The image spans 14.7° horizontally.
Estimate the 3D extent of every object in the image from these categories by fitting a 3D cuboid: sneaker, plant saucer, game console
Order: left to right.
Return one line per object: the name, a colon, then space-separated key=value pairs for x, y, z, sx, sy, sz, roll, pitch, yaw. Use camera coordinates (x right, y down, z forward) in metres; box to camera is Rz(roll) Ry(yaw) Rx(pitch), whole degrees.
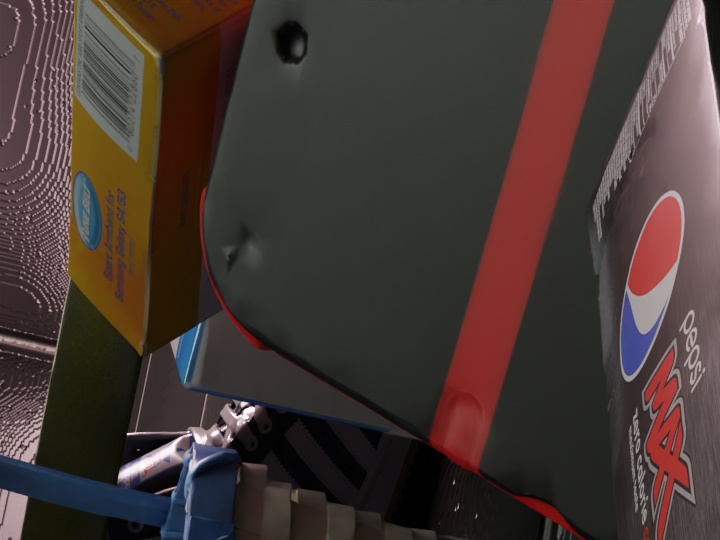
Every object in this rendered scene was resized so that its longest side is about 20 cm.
plant saucer: x=-0.093 y=0.029 z=1.001 sx=0.200 sy=0.031 sz=0.201 roll=-169 pitch=90 yaw=-85
sneaker: x=-0.035 y=0.057 z=1.060 sx=0.070 sy=0.108 sz=0.201 roll=-96 pitch=21 yaw=-65
game console: x=0.049 y=-0.048 z=0.601 sx=0.031 sy=0.176 sz=0.201 roll=-10 pitch=-58 yaw=-51

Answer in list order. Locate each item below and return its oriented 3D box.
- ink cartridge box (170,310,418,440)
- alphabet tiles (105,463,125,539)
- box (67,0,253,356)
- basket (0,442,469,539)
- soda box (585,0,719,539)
ink cartridge box: x=0.000 y=0.000 z=0.888 sx=0.200 sy=0.115 sz=0.068 roll=-128 pitch=51 yaw=-79
alphabet tiles: x=-0.084 y=0.160 z=1.147 sx=0.200 sy=0.006 sz=0.168 roll=0 pitch=-85 yaw=-63
box: x=0.011 y=-0.070 z=0.743 sx=0.200 sy=0.041 sz=0.119 roll=-33 pitch=-28 yaw=-29
basket: x=-0.062 y=0.139 z=0.791 sx=0.139 sy=0.199 sz=0.177 roll=114 pitch=167 yaw=-52
soda box: x=0.082 y=0.031 z=0.450 sx=0.201 sy=0.070 sz=0.064 roll=-88 pitch=13 yaw=-53
